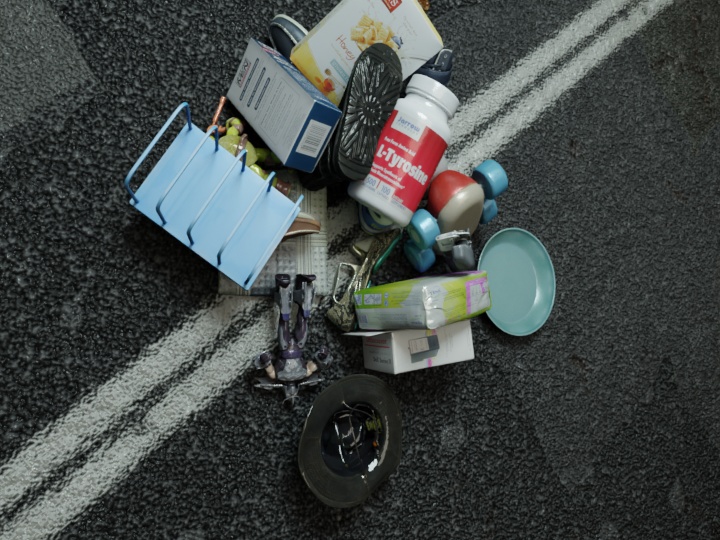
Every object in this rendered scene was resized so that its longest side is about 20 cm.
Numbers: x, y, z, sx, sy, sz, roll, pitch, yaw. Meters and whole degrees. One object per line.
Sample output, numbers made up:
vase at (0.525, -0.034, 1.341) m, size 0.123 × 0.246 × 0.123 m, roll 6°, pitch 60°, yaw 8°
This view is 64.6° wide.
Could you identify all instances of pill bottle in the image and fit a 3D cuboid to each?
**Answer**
pill bottle at (0.069, -0.182, 0.867) m, size 0.110 × 0.112 × 0.205 m, roll 26°, pitch 94°, yaw -20°

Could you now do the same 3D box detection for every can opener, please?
can opener at (0.160, -0.018, 0.928) m, size 0.051 × 0.200 × 0.070 m, roll -9°, pitch 75°, yaw 12°

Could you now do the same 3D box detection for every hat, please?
hat at (-0.027, 0.261, 0.901) m, size 0.195 × 0.080 × 0.209 m, roll 3°, pitch 84°, yaw -34°

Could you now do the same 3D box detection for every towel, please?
towel at (-0.139, -0.062, 0.914) m, size 0.186 × 0.034 × 0.209 m, roll 1°, pitch 86°, yaw -23°

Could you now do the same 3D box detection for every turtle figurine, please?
turtle figurine at (-0.175, -0.177, 0.858) m, size 0.156 × 0.065 × 0.206 m, roll 16°, pitch 56°, yaw -15°

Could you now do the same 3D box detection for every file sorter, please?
file sorter at (-0.187, -0.095, 0.746) m, size 0.197 × 0.122 × 0.141 m, roll 36°, pitch 77°, yaw -8°

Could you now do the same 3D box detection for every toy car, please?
toy car at (0.122, -0.145, 1.001) m, size 0.182 × 0.178 × 0.202 m, roll -34°, pitch 70°, yaw -11°

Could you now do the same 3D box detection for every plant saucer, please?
plant saucer at (0.296, 0.023, 1.107) m, size 0.193 × 0.036 × 0.209 m, roll 3°, pitch 83°, yaw -26°

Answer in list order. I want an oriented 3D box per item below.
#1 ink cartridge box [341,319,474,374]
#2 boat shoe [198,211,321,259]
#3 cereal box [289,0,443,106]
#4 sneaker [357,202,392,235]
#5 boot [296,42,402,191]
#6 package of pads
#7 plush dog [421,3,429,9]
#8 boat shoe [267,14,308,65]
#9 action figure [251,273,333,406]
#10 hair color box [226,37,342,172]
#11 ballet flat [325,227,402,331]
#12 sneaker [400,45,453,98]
ink cartridge box at (0.076, 0.125, 0.943) m, size 0.193 × 0.116 × 0.070 m, roll -5°, pitch 88°, yaw -26°
boat shoe at (-0.154, -0.051, 0.854) m, size 0.192 × 0.076 × 0.075 m, roll -4°, pitch 91°, yaw -13°
cereal box at (0.009, -0.336, 0.859) m, size 0.143 × 0.197 × 0.040 m, roll 42°, pitch 30°, yaw -29°
sneaker at (0.025, -0.169, 0.973) m, size 0.072 × 0.082 × 0.208 m, roll -13°, pitch 88°, yaw -24°
boot at (-0.025, -0.229, 0.866) m, size 0.078 × 0.156 × 0.218 m, roll 25°, pitch 82°, yaw -27°
package of pads at (0.106, 0.048, 0.912) m, size 0.196 × 0.151 × 0.071 m, roll -10°, pitch 93°, yaw -47°
plush dog at (0.035, -0.390, 0.952) m, size 0.161 × 0.171 × 0.201 m, roll 48°, pitch 67°, yaw -13°
boat shoe at (-0.093, -0.319, 0.940) m, size 0.062 × 0.074 × 0.203 m, roll -46°, pitch 113°, yaw -34°
action figure at (-0.106, 0.110, 0.873) m, size 0.126 × 0.069 × 0.209 m, roll -2°, pitch 99°, yaw -31°
hair color box at (-0.117, -0.245, 0.839) m, size 0.059 × 0.201 × 0.102 m, roll 6°, pitch 125°, yaw -48°
ballet flat at (0.000, 0.000, 0.956) m, size 0.074 × 0.068 × 0.204 m, roll 27°, pitch 74°, yaw 1°
sneaker at (0.083, -0.300, 0.944) m, size 0.076 × 0.150 × 0.201 m, roll 32°, pitch 46°, yaw 25°
